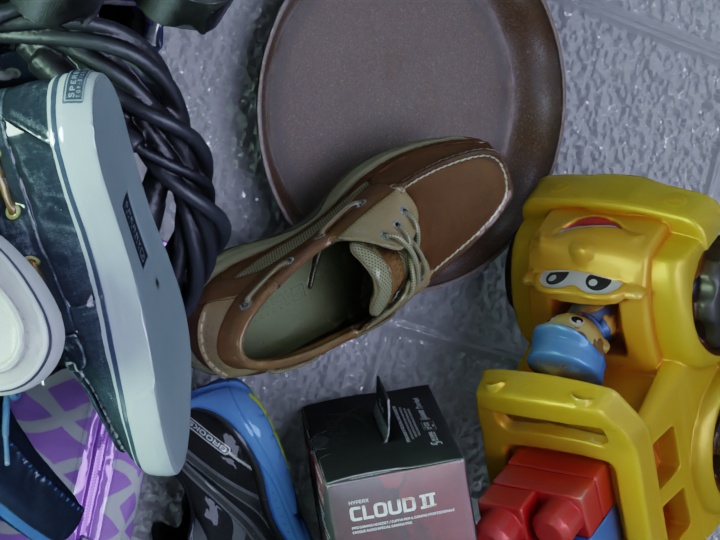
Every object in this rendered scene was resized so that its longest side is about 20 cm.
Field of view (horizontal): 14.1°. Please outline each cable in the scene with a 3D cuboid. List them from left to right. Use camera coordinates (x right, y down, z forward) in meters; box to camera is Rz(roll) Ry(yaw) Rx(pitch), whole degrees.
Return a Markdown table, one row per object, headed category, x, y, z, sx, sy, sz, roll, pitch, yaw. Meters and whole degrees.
| category | x | y | z | sx | sy | sz | roll | pitch | yaw |
| --- | --- | --- | --- | --- | --- | --- | --- | --- | --- |
| cable | -0.151 | -0.043 | 1.330 | 0.162 | 0.051 | 0.201 | -16 | 113 | 7 |

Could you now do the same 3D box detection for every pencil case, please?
| category | x | y | z | sx | sy | sz | roll | pitch | yaw |
| --- | --- | --- | --- | --- | --- | --- | --- | --- | --- |
| pencil case | -0.139 | 0.080 | 1.427 | 0.083 | 0.085 | 0.202 | 11 | 88 | -17 |

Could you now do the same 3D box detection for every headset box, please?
| category | x | y | z | sx | sy | sz | roll | pitch | yaw |
| --- | --- | --- | --- | --- | --- | --- | --- | --- | --- |
| headset box | 0.021 | 0.157 | 1.499 | 0.074 | 0.149 | 0.201 | -10 | 102 | -4 |

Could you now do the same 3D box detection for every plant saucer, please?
| category | x | y | z | sx | sy | sz | roll | pitch | yaw |
| --- | --- | --- | --- | --- | --- | --- | --- | --- | --- |
| plant saucer | 0.023 | -0.090 | 1.547 | 0.199 | 0.032 | 0.202 | -5 | 100 | -33 |

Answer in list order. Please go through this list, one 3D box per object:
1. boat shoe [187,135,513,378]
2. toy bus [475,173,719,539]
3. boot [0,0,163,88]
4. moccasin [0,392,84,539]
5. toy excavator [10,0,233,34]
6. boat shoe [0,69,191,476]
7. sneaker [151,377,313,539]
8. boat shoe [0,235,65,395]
| category | x | y | z | sx | sy | sz | roll | pitch | yaw |
| --- | --- | --- | --- | --- | --- | --- | --- | --- | --- |
| boat shoe | 0.000 | 0.000 | 1.480 | 0.199 | 0.074 | 0.076 | -32 | 115 | -21 |
| toy bus | 0.119 | 0.076 | 1.531 | 0.192 | 0.135 | 0.201 | -43 | 131 | -43 |
| boot | -0.194 | -0.113 | 1.362 | 0.199 | 0.090 | 0.073 | -13 | 103 | -32 |
| moccasin | -0.188 | 0.044 | 1.301 | 0.068 | 0.080 | 0.200 | -48 | 114 | -12 |
| toy excavator | -0.144 | -0.214 | 1.305 | 0.193 | 0.100 | 0.201 | 1 | 52 | -31 |
| boat shoe | -0.136 | 0.005 | 1.302 | 0.071 | 0.090 | 0.201 | -74 | 154 | -60 |
| sneaker | -0.064 | 0.151 | 1.507 | 0.082 | 0.071 | 0.201 | -19 | 113 | -3 |
| boat shoe | -0.213 | -0.015 | 1.222 | 0.200 | 0.066 | 0.072 | 41 | 97 | -1 |
